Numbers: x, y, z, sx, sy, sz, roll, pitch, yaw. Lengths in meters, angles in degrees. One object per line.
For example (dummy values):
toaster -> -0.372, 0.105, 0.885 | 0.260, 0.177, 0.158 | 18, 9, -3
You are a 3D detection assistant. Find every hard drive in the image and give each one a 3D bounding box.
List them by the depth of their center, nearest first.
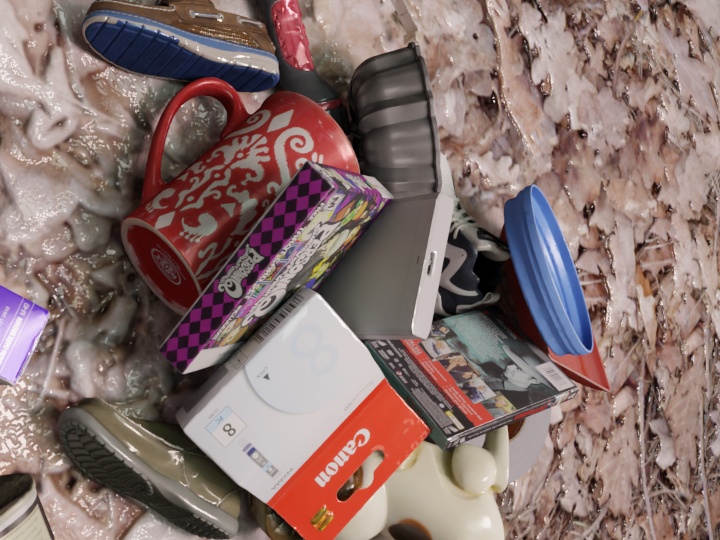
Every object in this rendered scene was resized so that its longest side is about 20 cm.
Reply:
hard drive -> 0.000, 0.000, 0.842 | 0.026, 0.199, 0.134 | 24, 72, -38

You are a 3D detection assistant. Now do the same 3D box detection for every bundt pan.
bundt pan -> 0.031, -0.133, 0.914 | 0.075, 0.202, 0.205 | -8, 91, -3

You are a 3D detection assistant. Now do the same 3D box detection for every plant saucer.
plant saucer -> 0.244, 0.050, 1.116 | 0.199, 0.036, 0.202 | 27, 45, -49

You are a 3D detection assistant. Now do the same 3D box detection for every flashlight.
flashlight -> -0.063, -0.232, 0.897 | 0.067, 0.068, 0.203 | -15, 102, -8

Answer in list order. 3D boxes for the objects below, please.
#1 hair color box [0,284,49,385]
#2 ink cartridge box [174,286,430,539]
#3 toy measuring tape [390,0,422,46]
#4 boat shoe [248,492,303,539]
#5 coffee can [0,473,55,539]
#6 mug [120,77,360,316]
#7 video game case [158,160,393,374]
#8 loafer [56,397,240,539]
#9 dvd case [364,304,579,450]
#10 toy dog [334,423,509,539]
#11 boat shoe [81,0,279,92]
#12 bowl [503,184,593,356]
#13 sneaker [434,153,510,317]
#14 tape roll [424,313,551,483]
hair color box -> -0.333, 0.011, 0.602 | 0.199, 0.109, 0.066 | 35, 63, -35
ink cartridge box -> -0.040, 0.141, 0.771 | 0.160, 0.047, 0.200 | -45, 110, -10
toy measuring tape -> 0.004, -0.337, 0.975 | 0.073, 0.073, 0.202 | -42, 112, -37
boat shoe -> -0.080, 0.157, 0.846 | 0.073, 0.066, 0.203 | 11, 82, -33
coffee can -> -0.266, 0.269, 0.610 | 0.146, 0.145, 0.203 | -25, 102, -41
mug -> -0.128, -0.069, 0.811 | 0.200, 0.177, 0.134 | -44, 156, -31
video game case -> -0.066, -0.003, 0.759 | 0.036, 0.201, 0.181 | 42, 12, 11
loafer -> -0.178, 0.165, 0.761 | 0.200, 0.075, 0.070 | 47, 45, -34
dvd case -> 0.119, 0.106, 0.921 | 0.198, 0.146, 0.022 | -13, 136, -36
toy dog -> 0.040, 0.238, 0.891 | 0.197, 0.140, 0.196 | 8, 52, -5
boat shoe -> -0.167, -0.222, 0.812 | 0.198, 0.072, 0.073 | 7, 69, -44
bowl -> 0.216, 0.002, 1.001 | 0.201, 0.039, 0.202 | 51, 28, -41
sneaker -> 0.122, -0.049, 1.008 | 0.079, 0.129, 0.202 | 6, 82, -43
tape roll -> 0.149, 0.154, 1.055 | 0.198, 0.066, 0.204 | 5, 83, -41
